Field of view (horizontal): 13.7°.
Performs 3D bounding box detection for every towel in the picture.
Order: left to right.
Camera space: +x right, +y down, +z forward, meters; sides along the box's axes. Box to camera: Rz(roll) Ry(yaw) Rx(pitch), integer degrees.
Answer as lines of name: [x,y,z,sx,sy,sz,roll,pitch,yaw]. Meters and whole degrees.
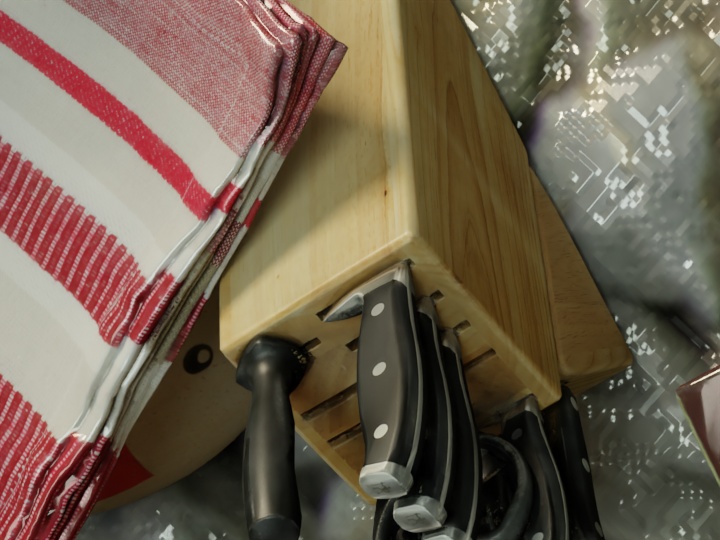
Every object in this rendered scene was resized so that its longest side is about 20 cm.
towel: [-0.101,-0.012,0.816,0.144,0.023,0.201,38,105,34]

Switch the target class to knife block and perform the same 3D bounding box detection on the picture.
knife block: [0.000,0.000,0.784,0.064,0.175,0.201,-30,79,19]

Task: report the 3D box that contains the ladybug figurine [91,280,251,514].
ladybug figurine: [-0.116,0.009,0.890,0.199,0.072,0.136,-7,88,23]

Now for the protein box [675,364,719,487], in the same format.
protein box: [0.199,0.083,0.688,0.135,0.198,0.201,-30,79,20]
